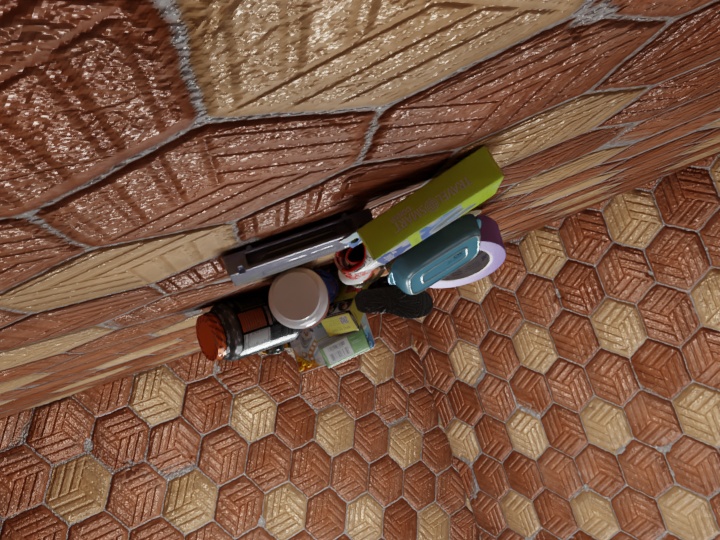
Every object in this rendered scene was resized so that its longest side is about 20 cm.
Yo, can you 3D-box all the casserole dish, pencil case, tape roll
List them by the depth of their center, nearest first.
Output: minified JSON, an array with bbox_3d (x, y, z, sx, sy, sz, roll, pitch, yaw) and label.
[{"bbox_3d":[0.139,-0.022,1.167,0.198,0.039,0.122,-33,154,-6],"label":"casserole dish"},{"bbox_3d":[0.200,-0.037,1.388,0.196,0.067,0.201,-10,153,-5],"label":"tape roll"},{"bbox_3d":[-0.117,0.053,1.454,0.077,0.088,0.200,21,159,-19],"label":"pencil case"}]

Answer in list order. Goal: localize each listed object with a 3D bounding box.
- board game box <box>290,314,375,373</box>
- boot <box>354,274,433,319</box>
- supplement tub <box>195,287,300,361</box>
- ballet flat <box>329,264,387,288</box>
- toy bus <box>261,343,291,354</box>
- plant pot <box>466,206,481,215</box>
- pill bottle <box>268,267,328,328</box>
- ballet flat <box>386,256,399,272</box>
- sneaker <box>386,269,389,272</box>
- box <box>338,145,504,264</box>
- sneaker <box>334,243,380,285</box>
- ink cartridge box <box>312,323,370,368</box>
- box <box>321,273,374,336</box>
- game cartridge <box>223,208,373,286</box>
[{"bbox_3d":[-0.087,0.121,1.604,0.197,0.203,0.026,-20,172,5],"label":"board game box"},{"bbox_3d":[0.088,0.050,1.416,0.162,0.067,0.200,6,-173,14],"label":"boot"},{"bbox_3d":[-0.232,0.113,1.380,0.198,0.124,0.122,-15,174,-37],"label":"supplement tub"},{"bbox_3d":[0.000,0.000,1.395,0.071,0.073,0.199,-16,174,-38],"label":"ballet flat"},{"bbox_3d":[-0.268,0.171,2.049,0.198,0.138,0.191,-14,-171,-37],"label":"toy bus"},{"bbox_3d":[0.120,-0.083,1.196,0.197,0.028,0.200,-20,176,-1],"label":"plant pot"},{"bbox_3d":[-0.114,0.054,1.250,0.110,0.114,0.200,-19,176,-3],"label":"pill bottle"},{"bbox_3d":[0.126,-0.032,1.246,0.198,0.063,0.069,-8,144,-41],"label":"ballet flat"},{"bbox_3d":[0.110,-0.020,1.644,0.098,0.071,0.200,-17,175,3],"label":"sneaker"},{"bbox_3d":[0.075,-0.068,0.806,0.198,0.048,0.122,-33,175,5],"label":"box"},{"bbox_3d":[-0.012,-0.019,1.130,0.107,0.068,0.201,-15,170,-38],"label":"sneaker"},{"bbox_3d":[-0.053,0.122,1.484,0.102,0.060,0.201,-24,-151,-1],"label":"ink cartridge box"},{"bbox_3d":[-0.025,0.057,1.453,0.074,0.051,0.201,-15,-151,24],"label":"box"},{"bbox_3d":[-0.083,-0.030,0.892,0.197,0.039,0.130,-20,180,-9],"label":"game cartridge"}]
